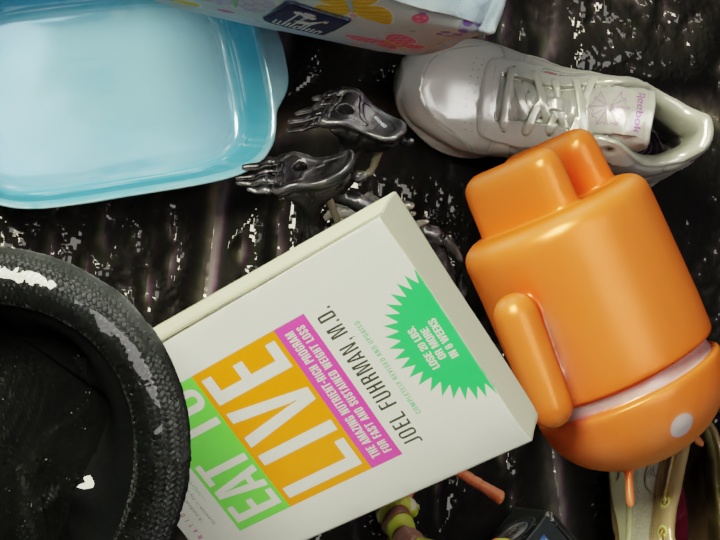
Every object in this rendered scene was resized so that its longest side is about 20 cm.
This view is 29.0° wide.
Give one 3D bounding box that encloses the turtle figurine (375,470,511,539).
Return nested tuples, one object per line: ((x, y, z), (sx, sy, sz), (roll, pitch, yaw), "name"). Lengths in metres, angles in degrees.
((0.035, 0.194, 0.730), (0.161, 0.200, 0.065), (-36, 140, -3), "turtle figurine")

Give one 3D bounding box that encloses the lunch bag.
((-0.029, -0.186, 0.714), (0.168, 0.201, 0.128), (9, 120, -23), "lunch bag")

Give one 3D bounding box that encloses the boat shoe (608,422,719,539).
((0.189, 0.178, 0.803), (0.074, 0.066, 0.202), (19, 54, -37), "boat shoe")

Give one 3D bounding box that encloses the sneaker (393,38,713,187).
((0.118, -0.100, 0.823), (0.198, 0.099, 0.076), (11, 81, -20), "sneaker")

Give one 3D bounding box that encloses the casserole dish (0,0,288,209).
((-0.136, -0.098, 0.748), (0.198, 0.039, 0.123), (-12, 89, -23), "casserole dish")

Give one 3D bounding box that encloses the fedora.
((-0.168, 0.084, 0.661), (0.198, 0.092, 0.203), (0, 98, 1), "fedora")

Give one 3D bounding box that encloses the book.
((-0.028, 0.064, 0.702), (0.134, 0.199, 0.048), (55, 27, -12), "book")

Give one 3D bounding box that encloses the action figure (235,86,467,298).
((0.000, 0.000, 0.763), (0.119, 0.101, 0.201), (-60, 143, -37), "action figure")

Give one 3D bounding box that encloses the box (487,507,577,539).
((0.088, 0.265, 0.801), (0.200, 0.043, 0.161), (-45, 101, -21), "box")

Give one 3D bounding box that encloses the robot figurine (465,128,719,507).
((0.134, 0.025, 0.784), (0.116, 0.144, 0.202), (-24, 93, 6), "robot figurine")

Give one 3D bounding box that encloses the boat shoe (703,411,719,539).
((0.237, 0.189, 0.864), (0.073, 0.063, 0.204), (6, 84, -27), "boat shoe")
